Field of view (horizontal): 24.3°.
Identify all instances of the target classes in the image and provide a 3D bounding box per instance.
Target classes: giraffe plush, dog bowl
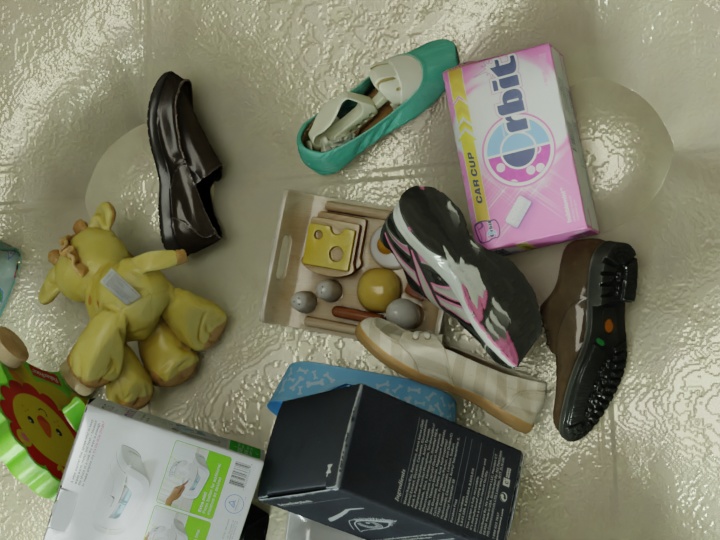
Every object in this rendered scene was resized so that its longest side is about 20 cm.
[{"bbox_3d":[-0.263,0.025,1.771,0.172,0.200,0.162,-34,46,-17],"label":"giraffe plush"},{"bbox_3d":[0.005,0.137,1.683,0.199,0.112,0.050,8,70,20],"label":"dog bowl"}]

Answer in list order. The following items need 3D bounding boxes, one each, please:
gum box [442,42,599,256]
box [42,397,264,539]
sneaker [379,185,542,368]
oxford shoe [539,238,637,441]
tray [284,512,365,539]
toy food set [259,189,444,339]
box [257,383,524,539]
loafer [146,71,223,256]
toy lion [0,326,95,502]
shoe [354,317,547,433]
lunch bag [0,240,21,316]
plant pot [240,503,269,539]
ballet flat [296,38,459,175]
[{"bbox_3d":[0.159,-0.123,1.667,0.113,0.066,0.201,-13,82,18],"label":"gum box"},{"bbox_3d":[-0.202,0.242,1.570,0.176,0.097,0.201,17,89,-3],"label":"box"},{"bbox_3d":[0.096,0.010,1.635,0.200,0.080,0.086,55,148,2],"label":"sneaker"},{"bbox_3d":[0.215,0.067,1.642,0.084,0.073,0.201,13,93,45],"label":"oxford shoe"},{"bbox_3d":[0.014,0.309,1.709,0.199,0.022,0.108,8,87,20],"label":"tray"},{"bbox_3d":[0.000,0.000,1.719,0.199,0.060,0.144,10,89,20],"label":"toy food set"},{"bbox_3d":[0.028,0.195,1.588,0.148,0.200,0.105,-17,53,54],"label":"box"},{"bbox_3d":[-0.180,-0.115,1.794,0.071,0.073,0.201,-6,92,14],"label":"loafer"},{"bbox_3d":[-0.326,0.162,1.734,0.069,0.200,0.192,-38,60,12],"label":"toy lion"},{"bbox_3d":[0.090,0.090,1.640,0.200,0.070,0.053,28,103,0],"label":"shoe"},{"bbox_3d":[-0.466,0.027,1.811,0.077,0.200,0.161,27,97,22],"label":"lunch bag"},{"bbox_3d":[-0.199,0.300,1.707,0.177,0.200,0.201,11,89,7],"label":"plant pot"},{"bbox_3d":[0.014,-0.173,1.720,0.200,0.070,0.067,-39,61,12],"label":"ballet flat"}]
